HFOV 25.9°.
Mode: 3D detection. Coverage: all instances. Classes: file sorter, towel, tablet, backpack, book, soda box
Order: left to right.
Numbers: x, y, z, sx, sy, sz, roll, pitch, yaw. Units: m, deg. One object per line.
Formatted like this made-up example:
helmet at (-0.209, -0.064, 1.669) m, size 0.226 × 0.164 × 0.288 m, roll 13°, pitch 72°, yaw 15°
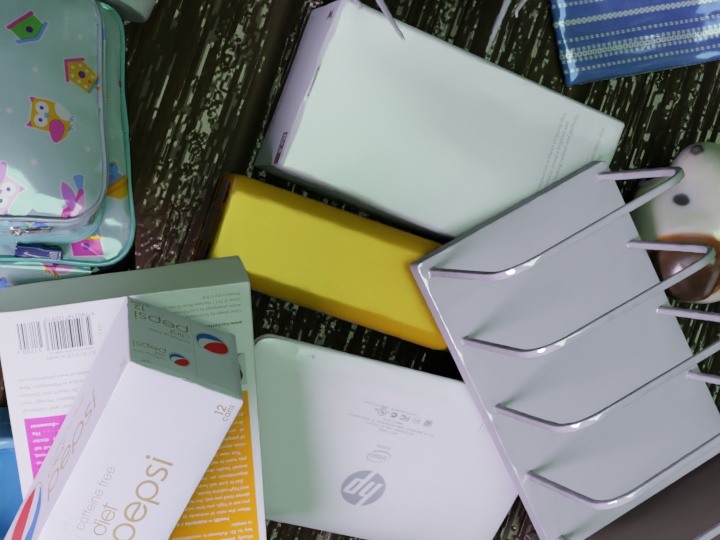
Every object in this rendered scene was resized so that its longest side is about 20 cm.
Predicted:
backpack at (-0.225, -0.068, 0.851) m, size 0.200 × 0.153 × 0.176 m, roll -2°, pitch 72°, yaw -9°
soda box at (-0.133, 0.118, 0.811) m, size 0.064 × 0.068 × 0.200 m, roll 21°, pitch 112°, yaw -19°
book at (-0.123, 0.096, 0.861) m, size 0.133 × 0.048 × 0.200 m, roll -7°, pitch 119°, yaw -12°
tablet at (0.008, 0.113, 0.956) m, size 0.200 × 0.014 × 0.130 m, roll 15°, pitch 118°, yaw -18°
file sorter at (0.148, 0.055, 0.900) m, size 0.139 × 0.125 × 0.200 m, roll -29°, pitch 101°, yaw -15°
towel at (0.186, -0.231, 1.030) m, size 0.145 × 0.024 × 0.200 m, roll -11°, pitch 96°, yaw -14°

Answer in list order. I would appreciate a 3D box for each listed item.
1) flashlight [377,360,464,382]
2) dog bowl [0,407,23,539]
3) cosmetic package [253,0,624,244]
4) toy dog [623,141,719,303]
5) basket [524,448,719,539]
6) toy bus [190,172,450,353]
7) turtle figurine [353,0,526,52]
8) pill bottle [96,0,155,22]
flashlight at (0.078, 0.089, 1.001) m, size 0.200 × 0.068 × 0.068 m, roll 4°, pitch 123°, yaw -12°
dog bowl at (-0.172, 0.161, 0.939) m, size 0.200 × 0.050 × 0.112 m, roll 29°, pitch 85°, yaw -16°
cosmetic package at (0.048, -0.078, 0.972) m, size 0.200 × 0.081 × 0.113 m, roll 23°, pitch 87°, yaw -15°
toy dog at (0.267, -0.019, 1.023) m, size 0.200 × 0.140 × 0.194 m, roll 15°, pitch 126°, yaw -18°
basket at (0.218, 0.184, 1.003) m, size 0.200 × 0.180 × 0.136 m, roll -21°, pitch 91°, yaw -2°
toy bus at (0.000, 0.000, 0.962) m, size 0.200 × 0.078 × 0.065 m, roll 19°, pitch 88°, yaw -16°
turtle figurine at (0.063, -0.218, 0.926) m, size 0.150 × 0.101 × 0.200 m, roll 12°, pitch 54°, yaw -30°
pill bottle at (-0.129, -0.252, 0.894) m, size 0.109 × 0.110 × 0.200 m, roll 22°, pitch 87°, yaw -16°
